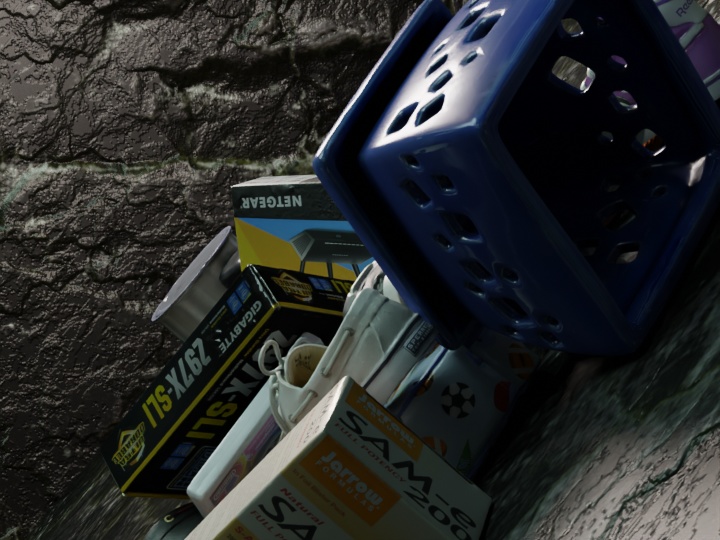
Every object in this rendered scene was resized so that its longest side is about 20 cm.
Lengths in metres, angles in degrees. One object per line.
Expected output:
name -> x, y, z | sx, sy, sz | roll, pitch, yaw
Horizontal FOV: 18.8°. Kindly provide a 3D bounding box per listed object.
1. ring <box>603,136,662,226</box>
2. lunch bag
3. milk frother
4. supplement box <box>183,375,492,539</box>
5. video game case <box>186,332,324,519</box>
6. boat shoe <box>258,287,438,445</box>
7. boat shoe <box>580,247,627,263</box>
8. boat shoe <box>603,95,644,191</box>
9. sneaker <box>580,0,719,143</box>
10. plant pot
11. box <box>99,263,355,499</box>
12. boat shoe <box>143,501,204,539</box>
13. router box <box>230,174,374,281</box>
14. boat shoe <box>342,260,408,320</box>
ring -> 0.169, -0.047, 1.733 | 0.201, 0.019, 0.200 | -50, 7, 9
lunch bag -> 0.036, 0.120, 1.511 | 0.200, 0.075, 0.160 | -51, 5, -11
milk frother -> -0.062, 0.022, 2.090 | 0.180, 0.188, 0.200 | -42, 12, 35
supplement box -> -0.029, 0.182, 1.385 | 0.200, 0.126, 0.074 | -47, 7, 29
video game case -> -0.048, 0.152, 1.571 | 0.143, 0.018, 0.200 | -53, -32, -19
boat shoe -> -0.029, 0.075, 1.453 | 0.075, 0.086, 0.202 | -50, -1, -41
boat shoe -> 0.137, 0.001, 1.506 | 0.074, 0.067, 0.200 | -50, 8, 5
boat shoe -> 0.141, -0.063, 1.634 | 0.201, 0.071, 0.061 | -50, 17, 31
sneaker -> 0.187, -0.148, 1.655 | 0.200, 0.114, 0.073 | -35, 13, 34
plant pot -> 0.098, -0.071, 1.395 | 0.179, 0.200, 0.200 | -9, 38, 42
box -> -0.074, 0.087, 1.592 | 0.159, 0.049, 0.200 | 12, -54, -48
boat shoe -> -0.084, 0.192, 1.627 | 0.201, 0.063, 0.074 | -14, -59, -55
router box -> 0.000, 0.000, 1.669 | 0.199, 0.150, 0.051 | -2, 10, 35
boat shoe -> 0.055, -0.004, 1.543 | 0.060, 0.076, 0.200 | -22, 3, 36
